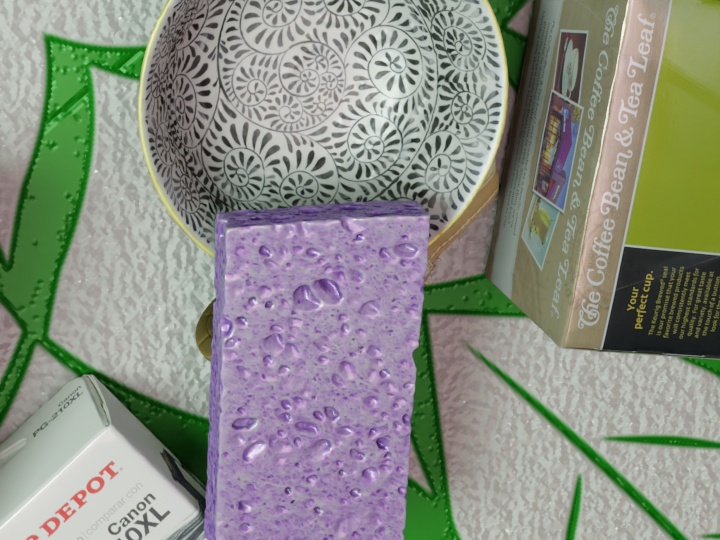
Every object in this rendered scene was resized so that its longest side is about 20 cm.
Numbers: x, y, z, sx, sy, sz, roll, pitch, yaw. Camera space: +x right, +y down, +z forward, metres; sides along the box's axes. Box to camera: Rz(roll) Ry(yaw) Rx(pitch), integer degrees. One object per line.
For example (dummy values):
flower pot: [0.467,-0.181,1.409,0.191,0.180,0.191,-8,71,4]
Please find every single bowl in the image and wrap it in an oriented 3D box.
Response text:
bowl: [-0.029,-0.101,1.026,0.199,0.094,0.202,-5,110,-15]

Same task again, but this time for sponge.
sponge: [-0.025,0.062,1.019,0.111,0.030,0.201,-4,114,-17]

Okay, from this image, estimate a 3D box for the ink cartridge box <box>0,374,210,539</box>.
ink cartridge box: [-0.138,0.183,1.093,0.145,0.084,0.200,-42,114,0]

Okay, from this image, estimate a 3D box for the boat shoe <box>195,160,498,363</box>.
boat shoe: [0.000,0.000,1.087,0.200,0.074,0.067,-35,127,-2]

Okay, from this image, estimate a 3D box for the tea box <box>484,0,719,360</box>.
tea box: [0.195,-0.063,1.082,0.196,0.134,0.201,5,106,-19]
